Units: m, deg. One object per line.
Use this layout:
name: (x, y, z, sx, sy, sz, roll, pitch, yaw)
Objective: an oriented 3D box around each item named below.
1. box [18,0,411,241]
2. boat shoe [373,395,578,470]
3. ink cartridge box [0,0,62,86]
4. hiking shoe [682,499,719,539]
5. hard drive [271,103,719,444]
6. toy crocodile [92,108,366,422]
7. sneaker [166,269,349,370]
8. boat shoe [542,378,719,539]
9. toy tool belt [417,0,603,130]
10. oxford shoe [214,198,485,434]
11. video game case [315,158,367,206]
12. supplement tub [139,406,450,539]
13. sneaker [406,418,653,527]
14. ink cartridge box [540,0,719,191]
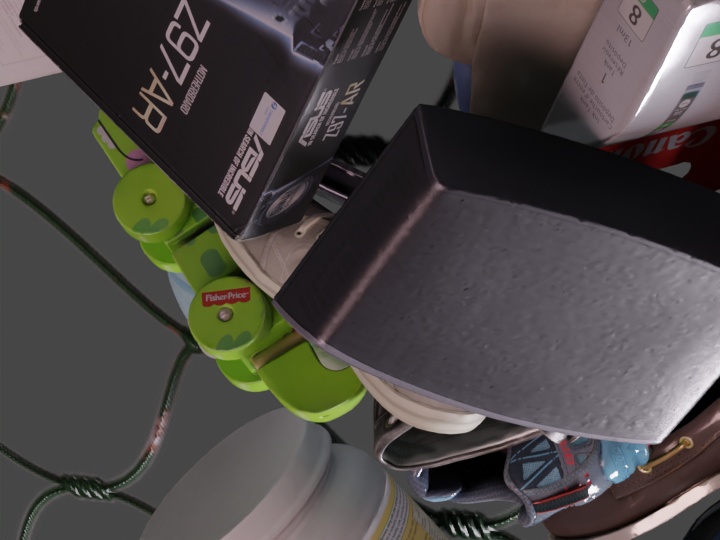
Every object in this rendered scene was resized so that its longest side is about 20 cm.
box: (-0.055, -0.138, 1.246, 0.160, 0.044, 0.200, 45, 128, 22)
boat shoe: (0.092, 0.050, 1.337, 0.200, 0.071, 0.072, -22, 137, 33)
ink cartridge box: (-0.120, -0.159, 1.377, 0.200, 0.059, 0.104, -9, 124, 34)
hiking shoe: (0.251, 0.138, 1.394, 0.200, 0.087, 0.075, -7, 105, 8)
hard drive: (0.079, 0.009, 1.218, 0.200, 0.042, 0.135, 17, 128, -29)
toy crocodile: (-0.068, -0.005, 1.409, 0.200, 0.062, 0.068, 55, 179, 25)
sneaker: (-0.031, 0.002, 1.451, 0.200, 0.074, 0.082, -4, 125, 44)
boat shoe: (0.160, 0.083, 1.443, 0.200, 0.072, 0.060, -29, 106, 39)
toy tool belt: (0.083, -0.120, 1.285, 0.125, 0.123, 0.200, 5, 146, 5)
oxford shoe: (0.000, 0.000, 1.337, 0.200, 0.075, 0.058, 44, 128, 42)
video game case: (-0.011, -0.042, 1.391, 0.200, 0.019, 0.143, 24, 180, 5)
supplement tub: (-0.012, 0.187, 1.576, 0.145, 0.145, 0.200, -26, 114, 42)
sneaker: (0.048, 0.067, 1.435, 0.200, 0.095, 0.079, 22, 144, 51)
ink cartridge box: (0.156, -0.073, 1.240, 0.050, 0.161, 0.200, 56, 144, 29)
